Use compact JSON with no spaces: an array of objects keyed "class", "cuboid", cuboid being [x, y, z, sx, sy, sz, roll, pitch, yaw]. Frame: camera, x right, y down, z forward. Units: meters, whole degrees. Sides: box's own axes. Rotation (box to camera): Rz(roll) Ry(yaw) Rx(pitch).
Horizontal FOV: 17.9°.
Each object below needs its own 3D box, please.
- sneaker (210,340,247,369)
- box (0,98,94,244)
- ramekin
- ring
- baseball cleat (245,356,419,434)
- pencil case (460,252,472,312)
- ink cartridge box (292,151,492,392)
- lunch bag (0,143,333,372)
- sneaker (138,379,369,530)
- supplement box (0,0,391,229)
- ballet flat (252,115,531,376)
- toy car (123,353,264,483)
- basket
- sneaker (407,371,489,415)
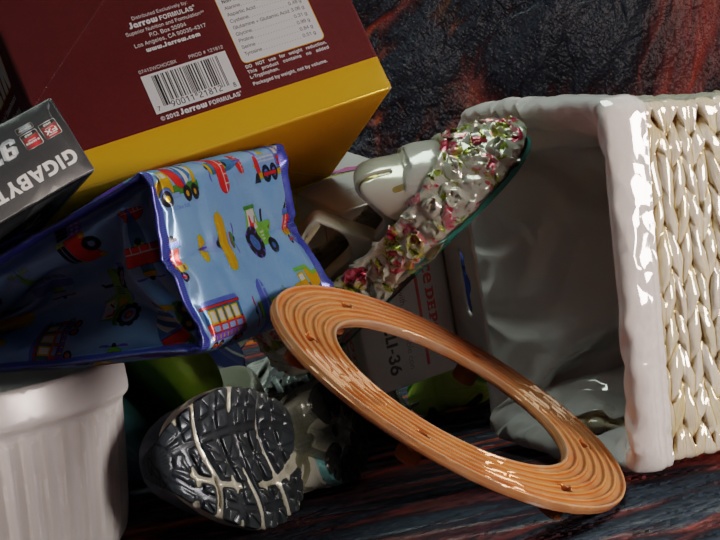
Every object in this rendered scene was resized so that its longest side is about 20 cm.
[{"class":"sneaker","cuboid":[-0.115,0.039,1.552,0.115,0.080,0.199,-53,9,-18]},{"class":"box","cuboid":[-0.235,-0.005,1.159,0.159,0.046,0.200,-32,-1,-29]},{"class":"ramekin","cuboid":[-0.215,0.111,1.208,0.199,0.106,0.200,-10,5,1]},{"class":"ring","cuboid":[0.042,0.067,1.139,0.199,0.019,0.201,28,15,-8]},{"class":"baseball cleat","cuboid":[-0.028,0.084,1.487,0.106,0.070,0.200,-25,3,-7]},{"class":"pencil case","cuboid":[0.122,0.016,1.427,0.198,0.079,0.087,12,-21,-1]},{"class":"ink cartridge box","cuboid":[0.000,0.000,1.357,0.067,0.117,0.200,-18,18,-22]},{"class":"lunch bag","cuboid":[-0.140,0.014,1.193,0.199,0.095,0.150,-19,0,26]},{"class":"sneaker","cuboid":[-0.072,0.107,1.254,0.086,0.078,0.200,-15,-7,26]},{"class":"supplement box","cuboid":[-0.124,-0.135,1.271,0.196,0.201,0.133,-20,-13,-22]},{"class":"ballet flat","cuboid":[0.006,-0.020,1.237,0.200,0.064,0.076,-46,21,19]},{"class":"toy car","cuboid":[-0.169,0.077,1.371,0.199,0.175,0.150,-2,43,51]},{"class":"basket","cuboid":[0.167,-0.005,1.267,0.160,0.202,0.198,-9,5,-20]},{"class":"sneaker","cuboid":[0.070,0.044,1.545,0.074,0.084,0.200,-9,4,9]}]
